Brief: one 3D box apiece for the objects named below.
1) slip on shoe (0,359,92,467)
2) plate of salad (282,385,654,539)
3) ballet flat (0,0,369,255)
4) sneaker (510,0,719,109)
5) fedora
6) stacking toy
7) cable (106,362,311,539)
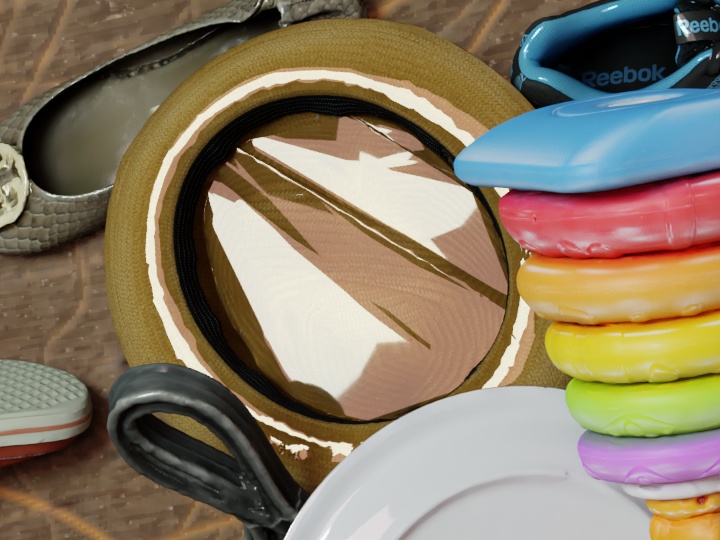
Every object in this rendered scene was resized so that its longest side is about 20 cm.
[{"bbox_3d":[-0.204,0.084,1.056,0.200,0.074,0.061,-16,110,7],"label":"slip on shoe"},{"bbox_3d":[0.054,0.142,0.940,0.200,0.048,0.200,-1,94,-17],"label":"plate of salad"},{"bbox_3d":[-0.088,-0.068,1.052,0.200,0.046,0.067,-25,73,11],"label":"ballet flat"},{"bbox_3d":[0.155,-0.079,0.963,0.200,0.082,0.073,-11,75,13],"label":"sneaker"},{"bbox_3d":[0.000,0.000,0.995,0.201,0.082,0.201,-2,82,12],"label":"fedora"},{"bbox_3d":[0.111,0.039,0.890,0.116,0.110,0.200,-12,98,-22],"label":"stacking toy"},{"bbox_3d":[-0.027,0.105,0.936,0.097,0.200,0.050,-4,55,17],"label":"cable"}]
